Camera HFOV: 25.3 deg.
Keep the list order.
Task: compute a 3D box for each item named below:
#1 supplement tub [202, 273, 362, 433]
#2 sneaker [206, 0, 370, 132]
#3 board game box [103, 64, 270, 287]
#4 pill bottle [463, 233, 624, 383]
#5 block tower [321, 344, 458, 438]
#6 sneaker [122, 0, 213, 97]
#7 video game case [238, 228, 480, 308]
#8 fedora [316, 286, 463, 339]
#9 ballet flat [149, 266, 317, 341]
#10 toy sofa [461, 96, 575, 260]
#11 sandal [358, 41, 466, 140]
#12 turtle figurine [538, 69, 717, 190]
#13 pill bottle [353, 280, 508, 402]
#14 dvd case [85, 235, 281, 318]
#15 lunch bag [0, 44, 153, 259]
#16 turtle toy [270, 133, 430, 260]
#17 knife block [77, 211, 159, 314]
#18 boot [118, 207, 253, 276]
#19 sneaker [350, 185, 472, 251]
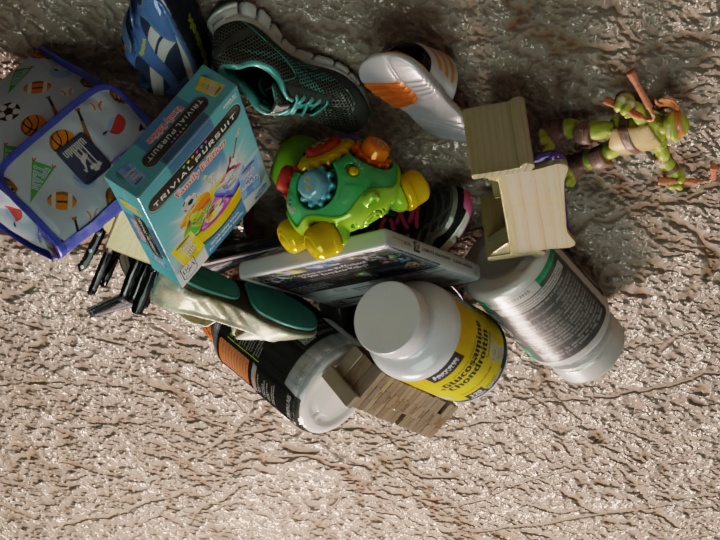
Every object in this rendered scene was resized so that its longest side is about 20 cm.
[{"bbox_3d":[-0.089,0.091,1.877,0.200,0.123,0.123,37,157,35],"label":"supplement tub"},{"bbox_3d":[-0.076,-0.183,1.618,0.200,0.091,0.078,29,134,-26],"label":"sneaker"},{"bbox_3d":[-0.169,-0.090,1.614,0.047,0.151,0.200,33,163,20],"label":"board game box"},{"bbox_3d":[0.213,0.038,1.829,0.113,0.113,0.200,-20,133,31],"label":"pill bottle"},{"bbox_3d":[0.039,0.141,1.838,0.058,0.054,0.200,-50,145,10],"label":"block tower"},{"bbox_3d":[-0.204,-0.243,1.584,0.082,0.074,0.200,1,140,12],"label":"sneaker"},{"bbox_3d":[0.000,0.000,1.754,0.200,0.023,0.182,-12,162,35],"label":"video game case"},{"bbox_3d":[0.037,0.077,1.924,0.200,0.092,0.201,5,142,4],"label":"fedora"},{"bbox_3d":[-0.141,0.041,1.761,0.200,0.067,0.062,24,122,-30],"label":"ballet flat"},{"bbox_3d":[0.166,-0.093,1.664,0.098,0.083,0.200,-9,152,7],"label":"toy sofa"},{"bbox_3d":[0.065,-0.191,1.621,0.079,0.059,0.207,7,166,28],"label":"sandal"},{"bbox_3d":[0.267,-0.143,1.632,0.161,0.064,0.200,-10,147,33],"label":"turtle figurine"},{"bbox_3d":[0.076,0.075,1.773,0.112,0.112,0.200,-15,158,26],"label":"pill bottle"},{"bbox_3d":[-0.203,0.006,1.864,0.200,0.016,0.149,-23,176,34],"label":"dvd case"},{"bbox_3d":[-0.310,-0.115,1.623,0.200,0.170,0.124,33,154,29],"label":"lunch bag"},{"bbox_3d":[-0.031,-0.090,1.671,0.200,0.146,0.101,16,133,64],"label":"turtle toy"},{"bbox_3d":[-0.217,-0.046,1.733,0.200,0.064,0.176,-20,111,11],"label":"knife block"},{"bbox_3d":[-0.198,-0.055,1.820,0.150,0.073,0.200,5,133,4],"label":"boot"},{"bbox_3d":[0.033,-0.050,1.781,0.200,0.074,0.087,-22,139,39],"label":"sneaker"}]
